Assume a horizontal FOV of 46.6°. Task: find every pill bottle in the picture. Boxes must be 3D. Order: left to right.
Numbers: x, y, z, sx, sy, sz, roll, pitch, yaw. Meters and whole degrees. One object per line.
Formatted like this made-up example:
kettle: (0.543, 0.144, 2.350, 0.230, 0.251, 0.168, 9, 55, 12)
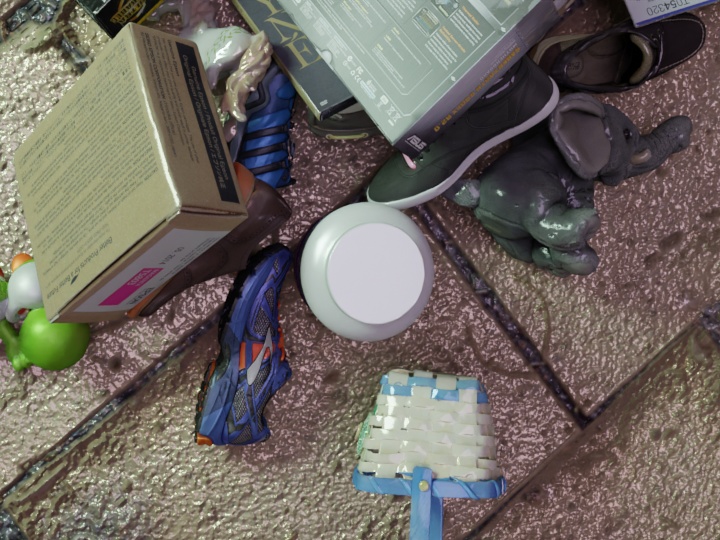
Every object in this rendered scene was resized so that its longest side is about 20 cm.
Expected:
pill bottle: (0.000, 0.000, 0.727, 0.110, 0.200, 0.115, 0, 92, -7)

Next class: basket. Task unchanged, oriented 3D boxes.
basket: (0.063, 0.195, 0.762, 0.137, 0.176, 0.204, -2, 78, 7)

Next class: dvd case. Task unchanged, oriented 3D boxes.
dvd case: (-0.026, -0.240, 0.753, 0.147, 0.016, 0.201, -29, 68, -15)

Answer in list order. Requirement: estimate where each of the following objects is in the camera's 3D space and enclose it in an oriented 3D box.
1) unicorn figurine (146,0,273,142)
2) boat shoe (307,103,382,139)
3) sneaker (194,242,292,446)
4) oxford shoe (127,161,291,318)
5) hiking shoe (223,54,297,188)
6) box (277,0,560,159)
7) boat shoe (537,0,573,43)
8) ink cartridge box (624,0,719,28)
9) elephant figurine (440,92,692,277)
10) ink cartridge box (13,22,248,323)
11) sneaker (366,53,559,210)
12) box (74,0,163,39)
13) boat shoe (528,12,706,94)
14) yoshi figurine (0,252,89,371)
unicorn figurine: (-0.147, -0.193, 0.753, 0.198, 0.074, 0.139, 21, 88, 28)
boat shoe: (0.042, -0.168, 0.795, 0.199, 0.061, 0.073, -13, 60, -23)
sneaker: (-0.098, 0.072, 0.790, 0.077, 0.075, 0.203, 16, 98, -16)
oxford shoe: (-0.141, -0.009, 0.748, 0.072, 0.072, 0.199, 29, 129, -31)
hiking shoe: (-0.090, -0.120, 0.784, 0.086, 0.074, 0.202, 31, 98, -14)
box: (0.034, -0.217, 0.667, 0.158, 0.048, 0.201, -43, 69, 14)
boat shoe: (0.146, -0.238, 0.790, 0.199, 0.069, 0.075, -38, 61, -11)
ink cartridge box: (0.309, -0.343, 0.816, 0.193, 0.043, 0.203, -18, 81, -7)
elephant figurine: (0.202, -0.107, 0.798, 0.155, 0.140, 0.202, 40, 76, -47)
ink cartridge box: (-0.196, -0.071, 0.688, 0.199, 0.075, 0.167, -31, 70, 35)
sneaker: (0.070, -0.135, 0.738, 0.199, 0.071, 0.099, -33, 137, 15)
box: (-0.197, -0.324, 0.739, 0.200, 0.049, 0.160, -45, 68, -4)
boat shoe: (0.258, -0.204, 0.805, 0.197, 0.065, 0.074, -19, 118, -15)
yoshi figurine: (-0.326, 0.048, 0.742, 0.196, 0.113, 0.114, -6, 108, -9)
